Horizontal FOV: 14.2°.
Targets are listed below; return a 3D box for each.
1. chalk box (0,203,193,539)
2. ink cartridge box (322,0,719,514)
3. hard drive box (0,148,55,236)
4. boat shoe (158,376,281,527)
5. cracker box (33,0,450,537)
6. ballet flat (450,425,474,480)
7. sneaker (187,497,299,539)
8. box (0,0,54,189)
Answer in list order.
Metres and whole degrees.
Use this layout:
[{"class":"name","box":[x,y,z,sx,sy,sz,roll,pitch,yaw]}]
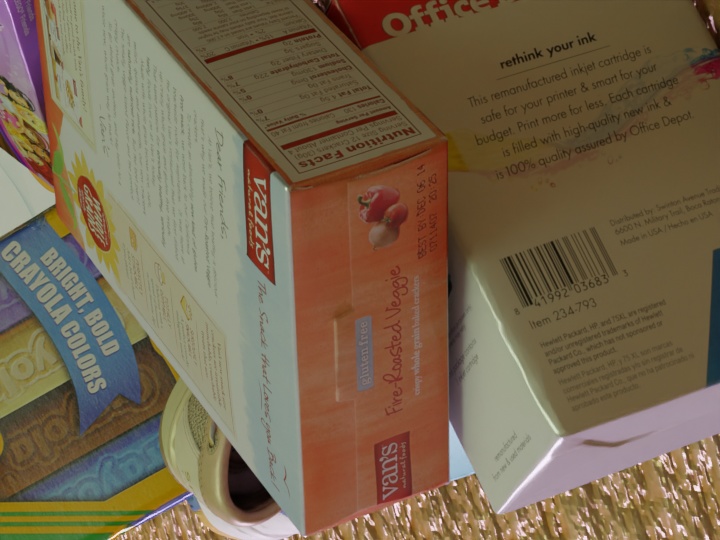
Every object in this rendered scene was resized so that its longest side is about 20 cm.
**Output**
[{"class":"chalk box","box":[-0.069,0.022,1.132,0.124,0.200,0.124,62,-168,2]},{"class":"ink cartridge box","box":[0.058,-0.038,0.922,0.200,0.116,0.067,64,155,18]},{"class":"hard drive box","box":[-0.131,-0.021,1.355,0.156,0.077,0.200,38,138,50]},{"class":"boat shoe","box":[0.000,0.000,1.021,0.200,0.071,0.065,-63,21,2]},{"class":"cracker box","box":[-0.041,-0.029,0.929,0.200,0.058,0.134,49,149,46]},{"class":"ballet flat","box":[0.051,0.023,1.055,0.200,0.067,0.064,135,142,-61]},{"class":"sneaker","box":[-0.044,0.015,1.232,0.088,0.075,0.200,-10,100,47]},{"class":"box","box":[-0.158,-0.124,1.049,0.137,0.039,0.200,36,159,22]}]
